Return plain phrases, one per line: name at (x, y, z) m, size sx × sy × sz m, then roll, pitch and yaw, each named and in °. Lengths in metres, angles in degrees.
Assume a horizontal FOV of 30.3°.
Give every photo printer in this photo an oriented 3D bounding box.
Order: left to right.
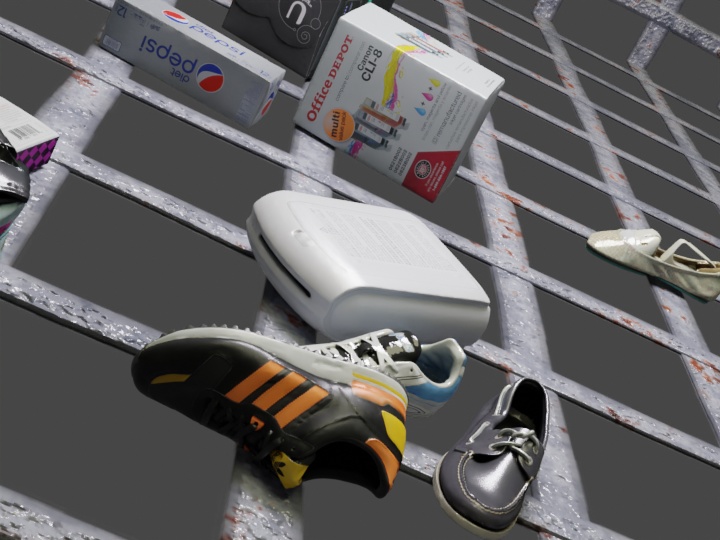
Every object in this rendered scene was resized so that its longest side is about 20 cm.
photo printer at (0.000, 0.000, 1.196) m, size 0.198 × 0.070 × 0.167 m, roll 7°, pitch 31°, yaw -41°

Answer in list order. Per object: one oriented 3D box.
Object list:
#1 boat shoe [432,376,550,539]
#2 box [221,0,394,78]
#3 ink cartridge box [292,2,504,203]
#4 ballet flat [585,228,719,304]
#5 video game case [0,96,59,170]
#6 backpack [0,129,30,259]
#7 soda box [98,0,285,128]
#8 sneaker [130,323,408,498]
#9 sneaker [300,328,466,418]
boat shoe at (0.108, 0.138, 1.033) m, size 0.072 × 0.063 × 0.200 m, roll 31°, pitch 22°, yaw 6°
box at (-0.066, -0.356, 1.814) m, size 0.148 × 0.125 × 0.200 m, roll 33°, pitch 23°, yaw 14°
ink cartridge box at (0.046, -0.204, 1.591) m, size 0.199 × 0.146 × 0.145 m, roll 30°, pitch 22°, yaw 6°
ballet flat at (0.381, -0.021, 1.703) m, size 0.198 × 0.063 × 0.068 m, roll 21°, pitch 23°, yaw -16°
video game case at (-0.366, -0.123, 1.072) m, size 0.180 × 0.036 × 0.200 m, roll 31°, pitch 22°, yaw 5°
backpack at (-0.321, -0.057, 0.867) m, size 0.199 × 0.127 × 0.168 m, roll 10°, pitch 40°, yaw -40°
soda box at (-0.189, -0.240, 1.498) m, size 0.199 × 0.064 × 0.068 m, roll 29°, pitch 23°, yaw 2°
sneaker at (-0.061, 0.101, 0.909) m, size 0.198 × 0.070 × 0.091 m, roll 13°, pitch 48°, yaw -12°
sneaker at (0.001, 0.075, 1.035) m, size 0.199 × 0.073 × 0.072 m, roll 5°, pitch 33°, yaw -42°
